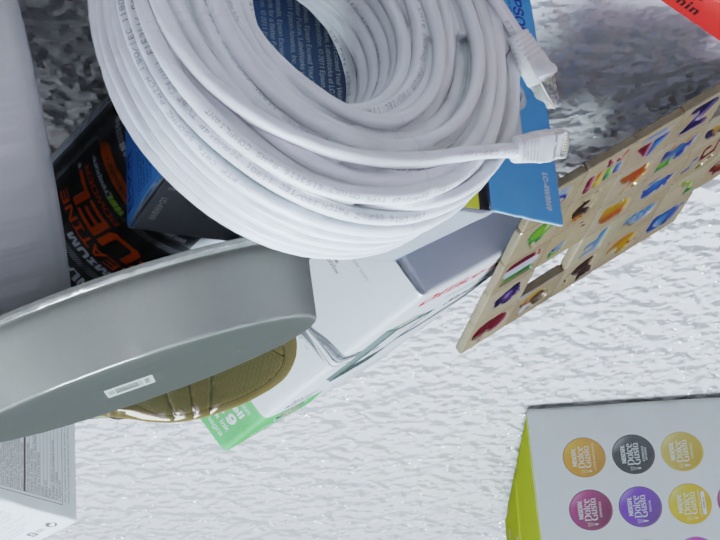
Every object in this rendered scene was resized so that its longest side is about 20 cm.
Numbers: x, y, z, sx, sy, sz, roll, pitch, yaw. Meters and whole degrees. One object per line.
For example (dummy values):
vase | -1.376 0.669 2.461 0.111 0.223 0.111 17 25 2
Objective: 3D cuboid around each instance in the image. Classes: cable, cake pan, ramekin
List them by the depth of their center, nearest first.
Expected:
cable | -0.022 -0.102 0.995 0.200 0.201 0.069 -22 170 -43
cake pan | -0.107 0.034 1.033 0.199 0.037 0.200 -19 173 -2
ramekin | -0.197 -0.048 1.074 0.097 0.201 0.201 -10 152 -10

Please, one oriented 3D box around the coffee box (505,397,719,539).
coffee box | 0.212 0.223 1.630 0.197 0.201 0.200 -3 152 -3

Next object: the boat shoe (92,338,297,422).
boat shoe | -0.135 0.043 1.167 0.200 0.072 0.066 -11 -165 -11

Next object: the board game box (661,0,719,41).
board game box | 0.181 -0.191 0.978 0.151 0.046 0.200 31 139 -16

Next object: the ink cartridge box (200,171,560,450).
ink cartridge box | 0.000 0.000 1.242 0.146 0.084 0.200 -28 173 -44

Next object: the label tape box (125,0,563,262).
label tape box | -0.011 -0.082 1.092 0.199 0.144 0.066 9 149 -24

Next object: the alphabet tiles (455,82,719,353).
alphabet tiles | 0.146 -0.041 1.226 0.200 0.008 0.167 -31 162 -26

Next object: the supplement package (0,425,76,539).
supplement package | -0.289 0.080 1.331 0.200 0.151 0.151 22 142 -40

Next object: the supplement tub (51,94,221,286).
supplement tub | -0.114 -0.034 1.201 0.107 0.107 0.200 13 146 -31
